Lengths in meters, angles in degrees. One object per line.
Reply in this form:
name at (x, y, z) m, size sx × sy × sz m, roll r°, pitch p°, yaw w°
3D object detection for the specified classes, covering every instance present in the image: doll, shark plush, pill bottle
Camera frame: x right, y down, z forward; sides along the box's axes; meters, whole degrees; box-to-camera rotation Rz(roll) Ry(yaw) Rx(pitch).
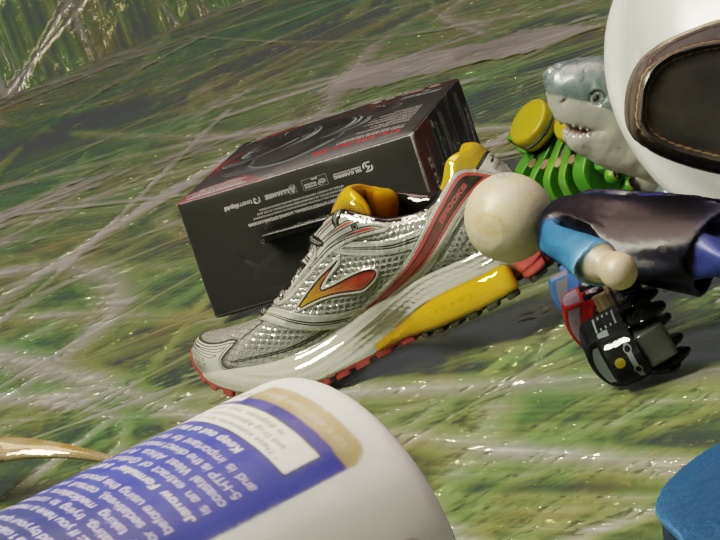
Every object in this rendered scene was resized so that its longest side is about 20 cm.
doll at (0.140, -0.014, 1.255) m, size 0.200 × 0.048 × 0.136 m, roll 4°, pitch 11°, yaw 22°
shark plush at (0.192, -0.088, 1.388) m, size 0.200 × 0.083 × 0.091 m, roll -17°, pitch 11°, yaw 16°
pill bottle at (-0.076, 0.122, 0.876) m, size 0.200 × 0.120 × 0.120 m, roll -25°, pitch 12°, yaw -31°

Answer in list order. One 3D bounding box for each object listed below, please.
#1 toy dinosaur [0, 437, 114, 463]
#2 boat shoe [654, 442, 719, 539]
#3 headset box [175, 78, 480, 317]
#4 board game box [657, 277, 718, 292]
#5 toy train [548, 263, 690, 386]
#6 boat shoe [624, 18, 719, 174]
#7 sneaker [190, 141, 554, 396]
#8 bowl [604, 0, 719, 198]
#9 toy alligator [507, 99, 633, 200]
toy dinosaur at (-0.211, 0.095, 1.440) m, size 0.200 × 0.058 × 0.101 m, roll -11°, pitch 12°, yaw 39°
boat shoe at (0.124, 0.091, 0.837) m, size 0.084 × 0.069 × 0.200 m, roll -25°, pitch 7°, yaw 16°
headset box at (-0.013, -0.043, 1.747) m, size 0.149 × 0.077 × 0.200 m, roll -16°, pitch 9°, yaw 15°
board game box at (0.212, -0.045, 1.459) m, size 0.126 × 0.035 × 0.200 m, roll -17°, pitch 11°, yaw 15°
toy train at (0.113, 0.018, 1.328) m, size 0.046 × 0.034 × 0.200 m, roll -29°, pitch 10°, yaw 5°
boat shoe at (0.212, -0.071, 1.231) m, size 0.200 × 0.075 × 0.073 m, roll 0°, pitch 4°, yaw -2°
sneaker at (0.000, 0.000, 1.449) m, size 0.200 × 0.082 × 0.078 m, roll -27°, pitch 7°, yaw 21°
bowl at (0.211, -0.115, 1.327) m, size 0.201 × 0.201 × 0.090 m, roll -21°, pitch -24°, yaw -8°
toy alligator at (0.140, -0.063, 1.652) m, size 0.200 × 0.059 × 0.054 m, roll -1°, pitch 62°, yaw 56°
